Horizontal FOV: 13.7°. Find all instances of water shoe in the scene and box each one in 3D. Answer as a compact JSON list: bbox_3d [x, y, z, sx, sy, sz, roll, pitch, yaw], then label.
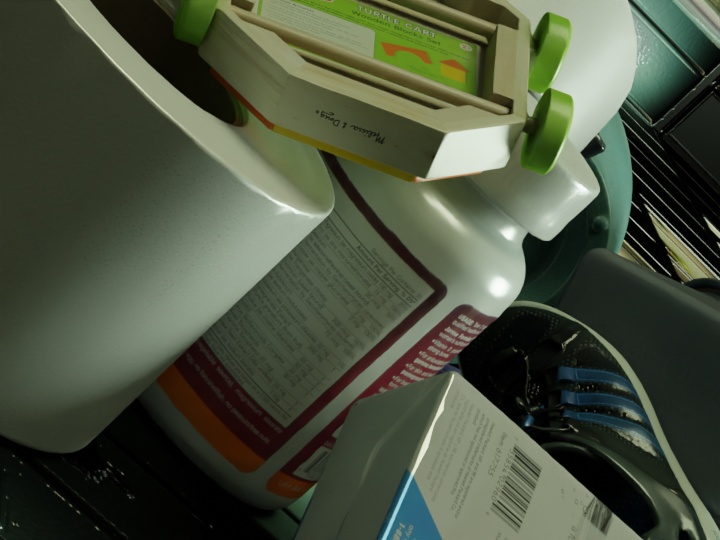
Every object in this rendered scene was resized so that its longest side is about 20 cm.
[{"bbox_3d":[0.097,0.078,1.360,0.079,0.072,0.200,27,20,-51],"label":"water shoe"}]

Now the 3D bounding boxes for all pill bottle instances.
[{"bbox_3d":[0.000,0.000,1.279,0.110,0.200,0.110,45,12,-12],"label":"pill bottle"}]

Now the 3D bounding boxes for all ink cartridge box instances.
[{"bbox_3d":[0.065,0.150,1.222,0.200,0.068,0.116,42,53,-23],"label":"ink cartridge box"}]

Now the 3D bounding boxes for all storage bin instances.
[{"bbox_3d":[0.172,0.078,1.443,0.200,0.146,0.134,31,3,41],"label":"storage bin"}]

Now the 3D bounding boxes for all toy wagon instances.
[{"bbox_3d":[0.007,-0.103,1.189,0.155,0.040,0.200,20,29,-8],"label":"toy wagon"}]

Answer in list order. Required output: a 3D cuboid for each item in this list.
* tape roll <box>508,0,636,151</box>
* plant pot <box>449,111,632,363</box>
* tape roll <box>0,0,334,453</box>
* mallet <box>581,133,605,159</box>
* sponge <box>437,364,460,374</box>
[{"bbox_3d":[0.027,-0.122,1.378,0.202,0.071,0.203,34,-28,20],"label":"tape roll"},{"bbox_3d":[0.055,-0.038,1.545,0.200,0.200,0.134,43,3,-18],"label":"plant pot"},{"bbox_3d":[-0.127,-0.049,1.145,0.203,0.139,0.203,45,11,-12],"label":"tape roll"},{"bbox_3d":[0.025,-0.021,1.455,0.041,0.200,0.066,57,-2,-38],"label":"mallet"},{"bbox_3d":[0.056,0.081,1.531,0.111,0.030,0.200,25,6,16],"label":"sponge"}]
